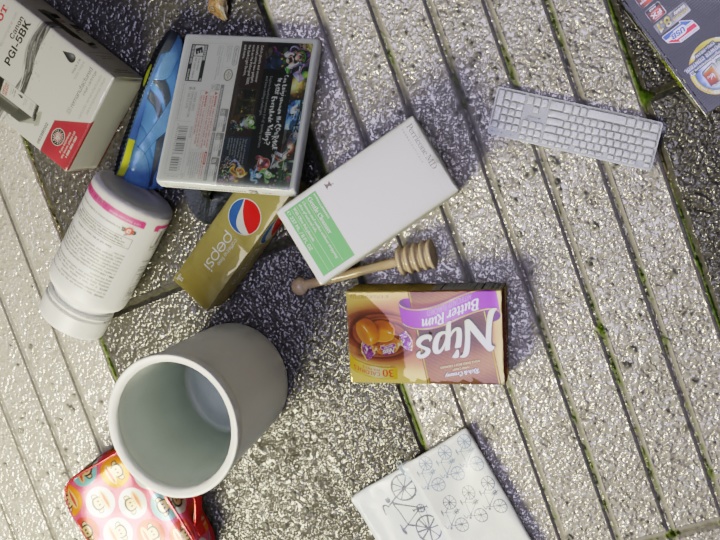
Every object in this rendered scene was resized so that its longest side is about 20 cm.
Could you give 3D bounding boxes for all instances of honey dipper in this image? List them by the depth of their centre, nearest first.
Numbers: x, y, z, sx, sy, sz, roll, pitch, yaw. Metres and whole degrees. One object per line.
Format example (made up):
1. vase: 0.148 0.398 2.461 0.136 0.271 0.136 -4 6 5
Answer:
1. honey dipper: 0.000 0.000 1.151 0.196 0.038 0.039 -13 95 18

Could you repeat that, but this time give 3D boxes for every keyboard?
1. keyboard: 0.250 -0.168 1.070 0.196 0.011 0.058 15 102 12

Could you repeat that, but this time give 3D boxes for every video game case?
1. video game case: -0.148 -0.194 1.122 0.177 0.023 0.205 5 74 12

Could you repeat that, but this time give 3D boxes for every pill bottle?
1. pill bottle: -0.339 -0.018 1.199 0.112 0.113 0.202 33 105 7

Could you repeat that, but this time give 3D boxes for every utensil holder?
1. utensil holder: -0.195 0.165 1.144 0.166 0.200 0.174 2 99 14

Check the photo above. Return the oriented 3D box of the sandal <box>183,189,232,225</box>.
1. sandal: -0.194 -0.160 1.171 0.074 0.048 0.205 11 100 13

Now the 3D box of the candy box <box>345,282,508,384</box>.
1. candy box: 0.084 0.078 1.130 0.195 0.056 0.120 0 99 16

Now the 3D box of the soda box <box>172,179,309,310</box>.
1. soda box: -0.153 -0.048 1.167 0.064 0.068 0.201 39 106 7

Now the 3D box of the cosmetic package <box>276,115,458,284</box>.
1. cosmetic package: 0.012 -0.084 1.095 0.198 0.085 0.109 -35 89 9

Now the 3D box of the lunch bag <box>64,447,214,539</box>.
1. lunch bag: -0.296 0.334 1.259 0.174 0.082 0.203 -30 90 17

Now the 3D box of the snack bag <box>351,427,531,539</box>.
1. snack bag: 0.103 0.329 1.182 0.198 0.021 0.191 -31 90 17

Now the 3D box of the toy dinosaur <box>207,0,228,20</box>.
1. toy dinosaur: -0.139 -0.404 1.113 0.104 0.060 0.204 23 104 12

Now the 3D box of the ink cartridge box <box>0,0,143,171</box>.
1. ink cartridge box: -0.409 -0.250 1.197 0.199 0.083 0.148 36 107 6

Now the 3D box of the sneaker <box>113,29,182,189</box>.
1. sneaker: -0.255 -0.205 1.182 0.077 0.066 0.204 17 95 -21

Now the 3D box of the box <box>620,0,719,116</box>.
1. box: 0.409 -0.296 0.990 0.199 0.044 0.161 -38 87 17
